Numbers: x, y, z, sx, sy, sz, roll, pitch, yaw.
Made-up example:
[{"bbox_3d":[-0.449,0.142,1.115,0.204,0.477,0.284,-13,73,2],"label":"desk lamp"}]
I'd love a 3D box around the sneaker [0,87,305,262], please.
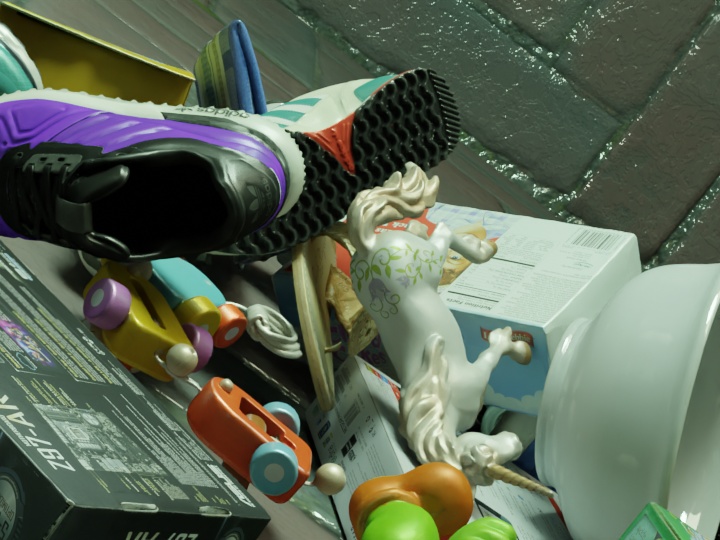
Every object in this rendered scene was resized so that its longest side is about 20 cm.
[{"bbox_3d":[-0.134,-0.042,1.016,0.198,0.070,0.100,0,21,13],"label":"sneaker"}]

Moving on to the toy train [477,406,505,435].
[{"bbox_3d":[0.126,0.076,1.504,0.199,0.114,0.085,36,9,-11],"label":"toy train"}]

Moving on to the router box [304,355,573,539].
[{"bbox_3d":[0.065,0.145,1.150,0.179,0.049,0.200,35,10,-19],"label":"router box"}]

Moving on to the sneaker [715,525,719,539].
[{"bbox_3d":[0.205,0.165,1.419,0.087,0.076,0.201,37,-21,35],"label":"sneaker"}]

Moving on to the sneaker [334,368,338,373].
[{"bbox_3d":[0.024,0.041,1.375,0.074,0.082,0.200,35,13,-8],"label":"sneaker"}]

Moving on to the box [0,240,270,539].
[{"bbox_3d":[-0.146,0.047,0.843,0.200,0.044,0.160,42,10,23],"label":"box"}]

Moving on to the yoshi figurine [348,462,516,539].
[{"bbox_3d":[0.037,0.153,0.855,0.112,0.112,0.200,43,12,-10],"label":"yoshi figurine"}]

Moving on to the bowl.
[{"bbox_3d":[0.153,0.082,1.162,0.090,0.203,0.201,11,0,20],"label":"bowl"}]

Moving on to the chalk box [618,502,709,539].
[{"bbox_3d":[0.157,0.203,0.994,0.199,0.124,0.125,35,10,-19],"label":"chalk box"}]

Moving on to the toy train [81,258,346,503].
[{"bbox_3d":[-0.082,0.053,1.043,0.150,0.056,0.200,39,11,-14],"label":"toy train"}]

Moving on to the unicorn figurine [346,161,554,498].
[{"bbox_3d":[0.045,0.043,1.132,0.201,0.074,0.137,54,28,10],"label":"unicorn figurine"}]

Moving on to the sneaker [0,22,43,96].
[{"bbox_3d":[-0.272,-0.128,1.178,0.199,0.078,0.080,30,31,-19],"label":"sneaker"}]

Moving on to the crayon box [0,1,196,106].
[{"bbox_3d":[-0.174,-0.120,1.306,0.126,0.051,0.200,21,0,-9],"label":"crayon box"}]

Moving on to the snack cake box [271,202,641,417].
[{"bbox_3d":[0.060,0.018,1.283,0.199,0.068,0.115,11,36,35],"label":"snack cake box"}]

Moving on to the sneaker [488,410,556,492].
[{"bbox_3d":[0.134,0.127,1.327,0.111,0.077,0.200,36,-12,8],"label":"sneaker"}]

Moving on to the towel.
[{"bbox_3d":[-0.076,-0.077,1.340,0.200,0.024,0.148,170,-91,-79],"label":"towel"}]

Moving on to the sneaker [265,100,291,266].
[{"bbox_3d":[-0.027,-0.016,1.449,0.091,0.066,0.201,-98,162,-55],"label":"sneaker"}]

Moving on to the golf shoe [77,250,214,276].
[{"bbox_3d":[-0.137,-0.029,1.215,0.087,0.078,0.200,12,9,10],"label":"golf shoe"}]

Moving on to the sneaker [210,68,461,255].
[{"bbox_3d":[-0.041,-0.058,1.198,0.093,0.199,0.071,-4,-71,59],"label":"sneaker"}]

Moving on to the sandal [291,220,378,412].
[{"bbox_3d":[-0.001,-0.005,1.209,0.212,0.069,0.078,-98,175,-57],"label":"sandal"}]
